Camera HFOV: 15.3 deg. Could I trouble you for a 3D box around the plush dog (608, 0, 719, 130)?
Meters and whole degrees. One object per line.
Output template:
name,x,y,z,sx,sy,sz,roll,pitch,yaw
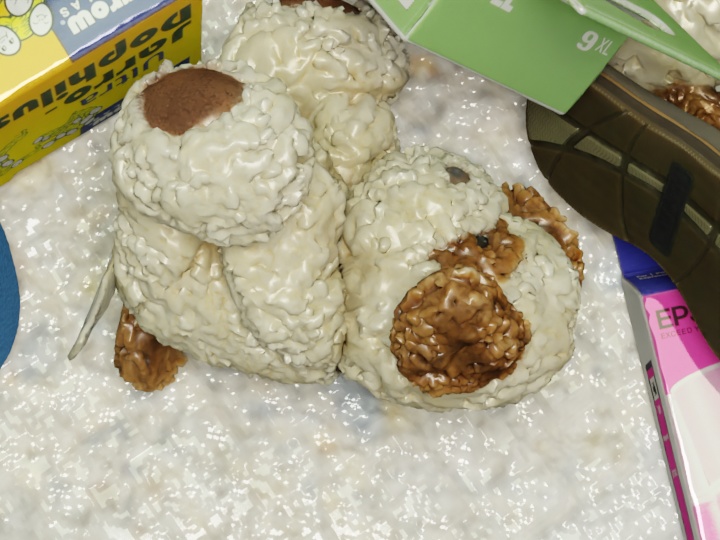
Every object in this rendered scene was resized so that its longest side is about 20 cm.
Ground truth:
plush dog,0.155,-0.134,1.069,0.171,0.160,0.201,-26,75,19

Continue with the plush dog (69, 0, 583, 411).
plush dog,0.000,0.000,1.016,0.171,0.200,0.161,20,111,10

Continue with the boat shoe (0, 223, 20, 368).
boat shoe,-0.198,-0.035,1.014,0.068,0.201,0.084,-5,43,28

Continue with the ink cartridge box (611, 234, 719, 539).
ink cartridge box,0.167,0.055,1.074,0.094,0.037,0.201,-12,77,-6

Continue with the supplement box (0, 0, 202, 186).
supplement box,-0.159,-0.150,1.059,0.108,0.110,0.201,-32,82,-9

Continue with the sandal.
sandal,0.146,-0.018,1.047,0.054,0.082,0.200,-25,54,-37

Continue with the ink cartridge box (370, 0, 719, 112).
ink cartridge box,0.041,-0.121,1.016,0.059,0.104,0.200,-51,52,16
